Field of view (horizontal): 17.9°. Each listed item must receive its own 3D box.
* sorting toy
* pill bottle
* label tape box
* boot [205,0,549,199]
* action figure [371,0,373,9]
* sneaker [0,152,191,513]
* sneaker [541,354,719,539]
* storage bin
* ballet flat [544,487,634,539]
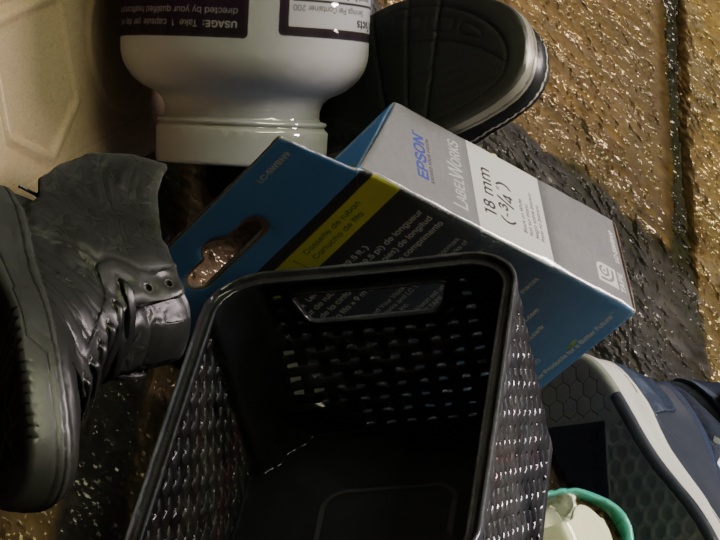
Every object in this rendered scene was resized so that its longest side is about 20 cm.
[{"bbox_3d":[-0.137,-0.126,0.997,0.185,0.036,0.201,-41,131,-61],"label":"sorting toy"},{"bbox_3d":[-0.050,-0.147,1.015,0.112,0.112,0.201,-2,96,-51],"label":"pill bottle"},{"bbox_3d":[0.000,0.000,1.019,0.200,0.144,0.063,26,39,-30],"label":"label tape box"},{"bbox_3d":[0.043,-0.059,1.100,0.154,0.203,0.074,23,60,-40],"label":"boot"},{"bbox_3d":[-0.034,-0.175,1.141,0.102,0.201,0.119,18,16,11],"label":"action figure"},{"bbox_3d":[-0.105,0.019,0.883,0.104,0.060,0.200,12,33,-30],"label":"sneaker"},{"bbox_3d":[0.187,0.133,1.157,0.146,0.077,0.203,13,43,-38],"label":"sneaker"},{"bbox_3d":[-0.003,0.090,0.899,0.200,0.135,0.094,-76,156,-55],"label":"storage bin"},{"bbox_3d":[0.058,0.130,1.013,0.200,0.070,0.067,-8,60,-53],"label":"ballet flat"}]
